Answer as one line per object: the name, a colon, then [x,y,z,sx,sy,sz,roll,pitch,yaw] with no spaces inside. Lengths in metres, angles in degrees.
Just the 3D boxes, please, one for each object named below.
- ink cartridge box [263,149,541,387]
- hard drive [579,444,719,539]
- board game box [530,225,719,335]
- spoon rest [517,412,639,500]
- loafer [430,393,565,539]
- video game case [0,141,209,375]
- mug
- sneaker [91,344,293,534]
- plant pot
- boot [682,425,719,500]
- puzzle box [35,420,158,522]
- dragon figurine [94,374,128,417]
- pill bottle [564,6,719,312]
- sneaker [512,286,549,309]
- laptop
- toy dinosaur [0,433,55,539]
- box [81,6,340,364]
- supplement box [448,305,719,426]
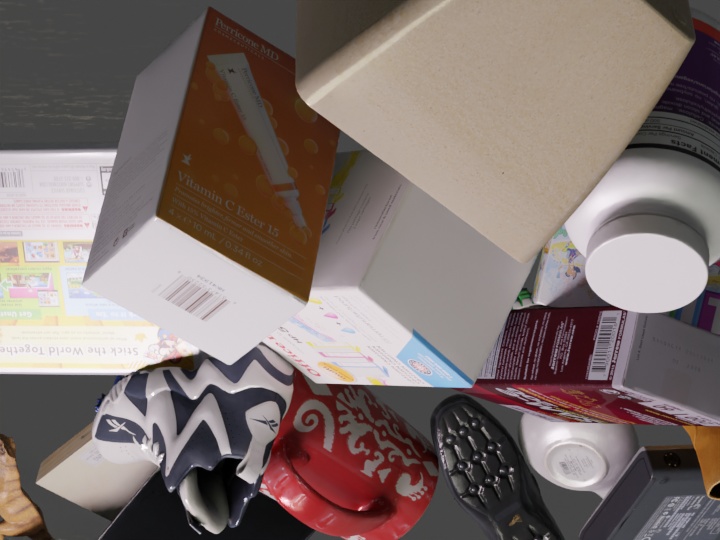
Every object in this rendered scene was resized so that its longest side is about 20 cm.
ink cartridge box: [0.000,0.000,1.601,0.129,0.125,0.200,41,154,-31]
hard drive: [0.295,0.189,1.817,0.200,0.033,0.140,0,143,-22]
board game box: [0.233,-0.019,1.570,0.200,0.134,0.034,13,-178,-5]
spoon rest: [0.200,0.178,1.872,0.099,0.061,0.200,-13,122,23]
loafer: [0.112,0.182,1.874,0.068,0.070,0.201,-33,116,-2]
video game case: [-0.219,-0.008,1.687,0.200,0.023,0.182,0,110,11]
mug: [-0.043,0.152,1.795,0.133,0.178,0.200,-22,135,35]
sneaker: [-0.136,0.143,1.669,0.199,0.130,0.079,-18,139,33]
plant pot: [0.092,-0.165,1.384,0.200,0.200,0.177,35,123,-27]
boot: [0.263,0.114,1.703,0.201,0.144,0.071,-20,131,31]
puzzle box: [-0.175,0.165,1.945,0.133,0.025,0.200,31,135,-24]
dragon figurine: [-0.168,0.049,1.748,0.059,0.099,0.200,12,140,-4]
pill bottle: [0.191,-0.073,1.452,0.112,0.200,0.112,6,140,5]
sneaker: [0.166,0.061,1.706,0.200,0.085,0.078,-10,137,23]
laptop: [-0.176,0.234,1.996,0.187,0.116,0.200,28,165,-38]
toy dinosaur: [-0.307,0.226,2.018,0.106,0.060,0.200,-8,137,18]
box: [-0.096,-0.059,1.527,0.124,0.200,0.097,30,136,-23]
supplement box: [0.163,0.068,1.568,0.109,0.061,0.200,20,167,-31]
